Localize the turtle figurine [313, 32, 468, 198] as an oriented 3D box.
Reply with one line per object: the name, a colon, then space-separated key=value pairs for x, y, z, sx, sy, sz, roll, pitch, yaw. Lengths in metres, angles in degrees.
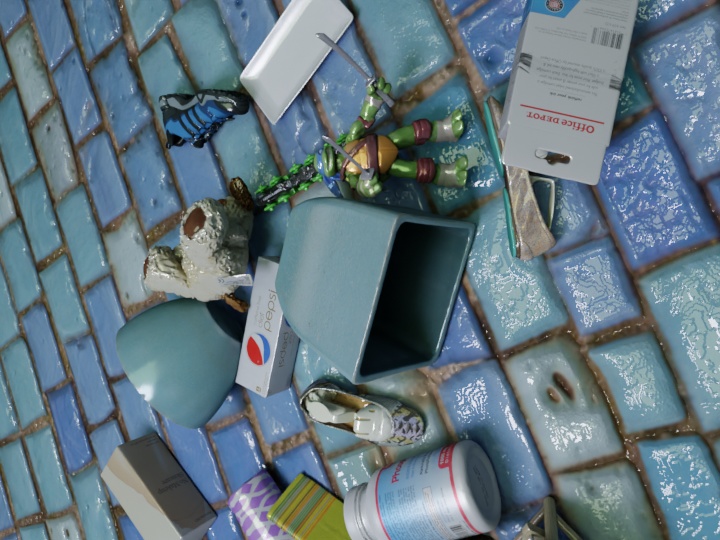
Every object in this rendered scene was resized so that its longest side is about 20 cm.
turtle figurine: x=0.037 y=-0.161 z=0.734 sx=0.188 sy=0.146 sz=0.204 roll=-2 pitch=131 yaw=-5

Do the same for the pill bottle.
pill bottle: x=0.077 y=0.304 z=0.795 sx=0.197 sy=0.108 sz=0.111 roll=-27 pitch=80 yaw=27

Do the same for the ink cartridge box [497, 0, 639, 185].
ink cartridge box: x=0.222 y=-0.201 z=0.669 sx=0.113 sy=0.067 sz=0.206 roll=13 pitch=90 yaw=3

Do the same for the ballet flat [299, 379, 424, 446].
ballet flat: x=-0.007 y=0.210 z=0.860 sx=0.196 sy=0.072 sz=0.074 roll=11 pitch=98 yaw=28

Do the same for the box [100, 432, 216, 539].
box: x=-0.354 y=0.395 z=1.054 sx=0.200 sy=0.094 sz=0.078 roll=43 pitch=111 yaw=18

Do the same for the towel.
towel: x=-0.040 y=0.386 z=0.884 sx=0.197 sy=0.086 sz=0.018 roll=27 pitch=137 yaw=25

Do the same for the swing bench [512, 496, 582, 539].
swing bench: x=0.185 y=0.407 z=0.687 sx=0.129 sy=0.199 sz=0.201 roll=40 pitch=110 yaw=21

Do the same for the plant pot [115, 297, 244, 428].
plant pot: x=-0.259 y=0.121 z=0.942 sx=0.134 sy=0.200 sz=0.201 roll=-39 pitch=73 yaw=4

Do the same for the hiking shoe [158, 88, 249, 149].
hiking shoe: x=-0.248 y=-0.244 z=0.976 sx=0.196 sy=0.074 sz=0.089 roll=7 pitch=104 yaw=39

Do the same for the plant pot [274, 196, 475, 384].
plant pot: x=0.000 y=0.000 z=0.781 sx=0.197 sy=0.194 sz=0.201 roll=24 pitch=105 yaw=34

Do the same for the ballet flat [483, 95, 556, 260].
ballet flat: x=0.199 y=-0.117 z=0.735 sx=0.065 sy=0.068 sz=0.206 roll=-11 pitch=93 yaw=9

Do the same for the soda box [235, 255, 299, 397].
soda box: x=-0.133 y=0.084 z=0.927 sx=0.067 sy=0.063 sz=0.206 roll=18 pitch=101 yaw=28

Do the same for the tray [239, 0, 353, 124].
tray: x=-0.097 y=-0.330 z=0.905 sx=0.200 sy=0.022 sz=0.108 roll=-46 pitch=72 yaw=23

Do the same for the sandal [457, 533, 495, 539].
sandal: x=0.112 y=0.378 z=0.773 sx=0.199 sy=0.079 sz=0.055 roll=-40 pitch=63 yaw=50

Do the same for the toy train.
toy train: x=-0.073 y=-0.144 z=0.883 sx=0.197 sy=0.056 sz=0.042 roll=-26 pitch=95 yaw=28

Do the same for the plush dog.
plush dog: x=-0.214 y=-0.043 z=0.919 sx=0.198 sy=0.159 sz=0.175 roll=-33 pitch=33 yaw=38

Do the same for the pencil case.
pencil case: x=-0.127 y=0.411 z=0.935 sx=0.201 sy=0.083 sz=0.086 roll=49 pitch=149 yaw=20
